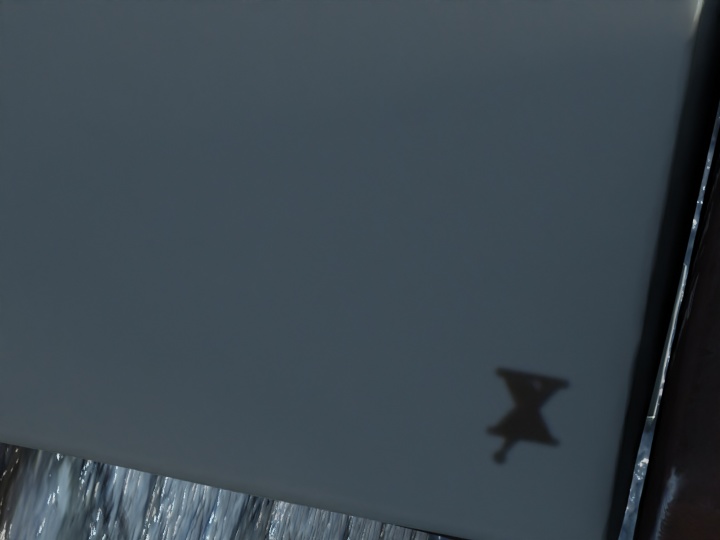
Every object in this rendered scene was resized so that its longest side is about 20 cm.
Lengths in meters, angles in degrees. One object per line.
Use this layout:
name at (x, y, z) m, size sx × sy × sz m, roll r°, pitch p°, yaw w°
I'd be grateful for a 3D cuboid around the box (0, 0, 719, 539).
box at (-0.024, -0.080, 0.511) m, size 0.171 × 0.198 × 0.201 m, roll -59°, pitch 158°, yaw -68°

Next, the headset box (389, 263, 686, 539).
headset box at (0.000, 0.000, 0.839) m, size 0.077 × 0.199 × 0.150 m, roll 20°, pitch 82°, yaw -82°

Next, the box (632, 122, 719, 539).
box at (0.146, -0.005, 0.489) m, size 0.164 × 0.165 × 0.201 m, roll 88°, pitch 15°, yaw -65°
